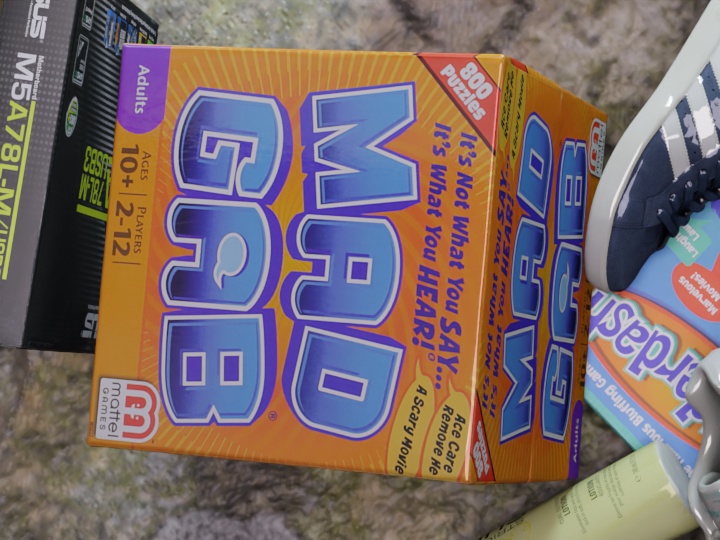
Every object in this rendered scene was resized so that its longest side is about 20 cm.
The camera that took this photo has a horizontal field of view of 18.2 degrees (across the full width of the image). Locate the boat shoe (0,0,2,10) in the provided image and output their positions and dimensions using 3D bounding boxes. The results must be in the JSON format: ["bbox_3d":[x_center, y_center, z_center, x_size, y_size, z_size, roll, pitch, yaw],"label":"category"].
[{"bbox_3d":[-0.218,-0.059,1.256,0.062,0.073,0.201,-3,88,2],"label":"boat shoe"}]

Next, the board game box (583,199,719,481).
[{"bbox_3d":[0.213,0.022,1.228,0.152,0.045,0.200,45,92,6],"label":"board game box"}]

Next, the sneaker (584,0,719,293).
[{"bbox_3d":[0.193,-0.067,1.175,0.084,0.075,0.200,30,88,21],"label":"sneaker"}]

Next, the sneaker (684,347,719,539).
[{"bbox_3d":[0.204,0.133,1.139,0.080,0.070,0.201,-6,84,-37],"label":"sneaker"}]

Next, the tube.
[{"bbox_3d":[0.086,0.160,1.202,0.200,0.058,0.052,-31,78,15],"label":"tube"}]

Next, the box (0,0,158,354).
[{"bbox_3d":[-0.158,-0.053,1.187,0.047,0.200,0.194,7,87,6],"label":"box"}]

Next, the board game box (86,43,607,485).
[{"bbox_3d":[0.000,0.000,1.149,0.199,0.200,0.201,4,87,21],"label":"board game box"}]
